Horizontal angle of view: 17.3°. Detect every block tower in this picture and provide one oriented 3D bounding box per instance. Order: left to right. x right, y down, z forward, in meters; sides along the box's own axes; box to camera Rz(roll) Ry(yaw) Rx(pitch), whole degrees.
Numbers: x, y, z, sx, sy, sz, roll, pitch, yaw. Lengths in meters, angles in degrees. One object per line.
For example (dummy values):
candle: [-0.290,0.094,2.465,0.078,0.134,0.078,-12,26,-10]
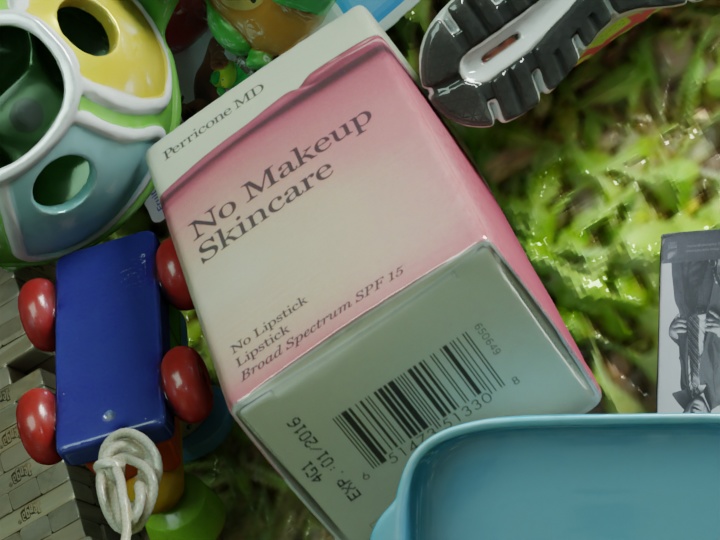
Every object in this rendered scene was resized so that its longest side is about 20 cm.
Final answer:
block tower: [-0.164,0.066,1.164,0.058,0.054,0.201,-30,63,17]

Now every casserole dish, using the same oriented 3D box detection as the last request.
casserole dish: [0.102,0.112,0.942,0.198,0.039,0.122,0,102,0]

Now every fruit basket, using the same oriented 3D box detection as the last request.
fruit basket: [-0.075,-0.155,1.162,0.199,0.094,0.186,-35,66,21]

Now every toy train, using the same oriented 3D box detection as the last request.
toy train: [-0.094,0.089,1.049,0.084,0.116,0.201,-16,43,8]

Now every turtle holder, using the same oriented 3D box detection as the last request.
turtle holder: [-0.141,-0.080,1.089,0.184,0.132,0.142,-16,88,1]

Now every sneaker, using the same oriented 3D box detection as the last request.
sneaker: [0.104,-0.139,1.076,0.199,0.090,0.079,-31,98,-5]

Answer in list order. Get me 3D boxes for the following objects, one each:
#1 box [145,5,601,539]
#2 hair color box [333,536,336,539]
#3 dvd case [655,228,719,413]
box: [0.000,0.000,1.017,0.127,0.109,0.200,-34,37,6]
hair color box: [0.051,0.151,1.021,0.099,0.060,0.201,-22,65,20]
dvd case: [0.195,0.077,0.989,0.149,0.025,0.202,-4,74,26]
